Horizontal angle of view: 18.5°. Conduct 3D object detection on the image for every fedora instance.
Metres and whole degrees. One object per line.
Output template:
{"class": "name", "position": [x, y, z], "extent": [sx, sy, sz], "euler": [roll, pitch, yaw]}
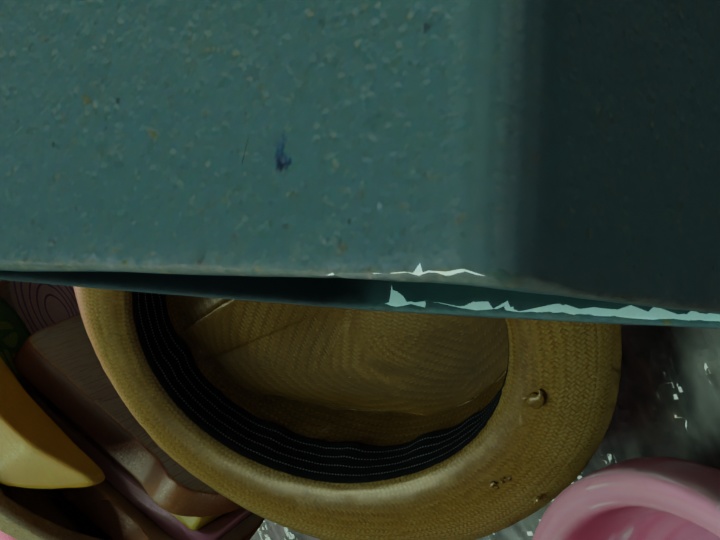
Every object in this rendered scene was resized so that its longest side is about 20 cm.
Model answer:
{"class": "fedora", "position": [0.000, 0.000, 0.729], "extent": [0.200, 0.082, 0.201], "euler": [14, 126, 20]}

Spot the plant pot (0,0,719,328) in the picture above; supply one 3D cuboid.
{"class": "plant pot", "position": [0.020, -0.091, 0.521], "extent": [0.196, 0.196, 0.200], "euler": [2, 87, 40]}

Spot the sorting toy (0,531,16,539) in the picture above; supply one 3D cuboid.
{"class": "sorting toy", "position": [-0.191, 0.077, 1.091], "extent": [0.199, 0.070, 0.200], "euler": [36, 165, 46]}

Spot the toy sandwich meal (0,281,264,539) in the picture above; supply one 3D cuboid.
{"class": "toy sandwich meal", "position": [-0.118, 0.041, 0.913], "extent": [0.070, 0.205, 0.205], "euler": [-45, 65, 22]}

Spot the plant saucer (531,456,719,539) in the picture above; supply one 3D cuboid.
{"class": "plant saucer", "position": [0.127, 0.146, 0.674], "extent": [0.200, 0.051, 0.201], "euler": [40, 141, 42]}
